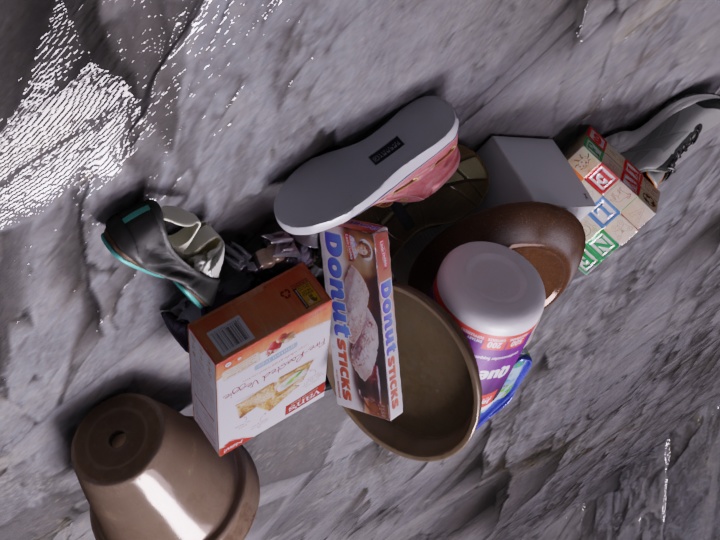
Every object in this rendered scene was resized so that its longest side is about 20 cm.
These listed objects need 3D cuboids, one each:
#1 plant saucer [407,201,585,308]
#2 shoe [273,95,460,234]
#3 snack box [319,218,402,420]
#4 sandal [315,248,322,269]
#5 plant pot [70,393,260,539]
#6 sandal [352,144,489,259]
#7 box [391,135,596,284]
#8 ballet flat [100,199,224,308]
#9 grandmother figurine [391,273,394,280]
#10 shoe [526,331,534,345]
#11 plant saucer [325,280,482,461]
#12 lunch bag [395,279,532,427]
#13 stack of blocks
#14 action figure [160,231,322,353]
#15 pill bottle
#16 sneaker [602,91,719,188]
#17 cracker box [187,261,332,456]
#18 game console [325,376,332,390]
[{"bbox_3d":[0.150,0.007,1.644,0.199,0.037,0.201,-11,143,-8],"label":"plant saucer"},{"bbox_3d":[0.012,-0.083,1.485,0.199,0.072,0.091,-34,154,-7],"label":"shoe"},{"bbox_3d":[0.001,0.047,1.515,0.024,0.072,0.201,-29,122,-43],"label":"snack box"},{"bbox_3d":[0.001,0.000,1.676,0.079,0.058,0.201,-32,159,0],"label":"sandal"},{"bbox_3d":[-0.233,0.227,1.714,0.199,0.201,0.175,-31,143,-1],"label":"plant pot"},{"bbox_3d":[0.044,-0.064,1.576,0.200,0.081,0.054,-37,-163,-19],"label":"sandal"},{"bbox_3d":[0.139,-0.047,1.708,0.124,0.098,0.200,-3,146,-51],"label":"box"},{"bbox_3d":[-0.163,-0.015,1.410,0.068,0.068,0.200,-42,159,3],"label":"ballet flat"},{"bbox_3d":[-0.045,0.053,1.645,0.199,0.122,0.061,-22,-158,34],"label":"grandmother figurine"},{"bbox_3d":[0.121,0.080,1.749,0.199,0.070,0.053,-20,173,-29],"label":"shoe"},{"bbox_3d":[0.043,0.097,1.545,0.029,0.200,0.200,-31,165,-44],"label":"plant saucer"},{"bbox_3d":[0.110,0.100,1.897,0.127,0.171,0.200,-19,156,-23],"label":"lunch bag"},{"bbox_3d":[0.234,-0.054,1.783,0.200,0.115,0.059,-44,-171,31],"label":"stack of blocks"},{"bbox_3d":[-0.106,0.007,1.541,0.200,0.070,0.130,-45,149,23],"label":"action figure"},{"bbox_3d":[0.109,0.072,1.584,0.112,0.113,0.201,-18,147,-31],"label":"pill bottle"},{"bbox_3d":[0.355,-0.142,1.823,0.199,0.080,0.074,-29,157,-10],"label":"sneaker"},{"bbox_3d":[-0.100,0.092,1.546,0.133,0.058,0.200,-29,155,-20],"label":"cracker box"},{"bbox_3d":[-0.039,0.112,1.775,0.199,0.031,0.176,-13,-167,-41],"label":"game console"}]
